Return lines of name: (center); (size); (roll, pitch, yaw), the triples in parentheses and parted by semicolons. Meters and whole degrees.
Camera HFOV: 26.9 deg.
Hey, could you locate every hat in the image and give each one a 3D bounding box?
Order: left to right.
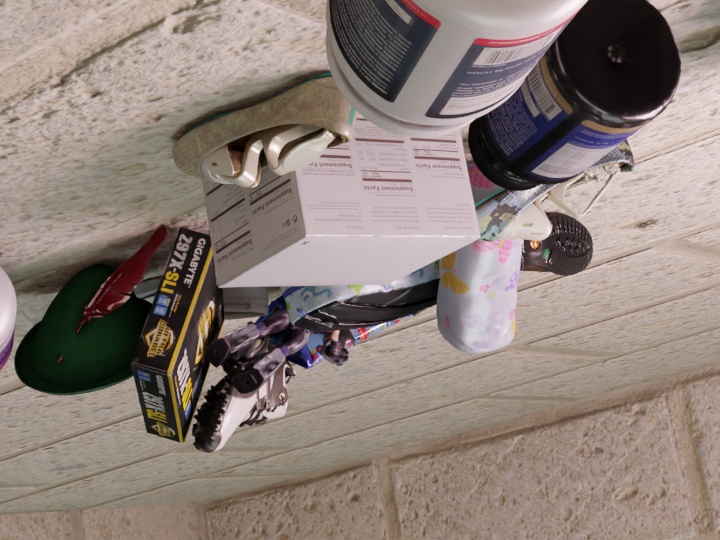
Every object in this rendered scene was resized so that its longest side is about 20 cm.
hat: (-0.296, 0.012, 1.608); (0.197, 0.166, 0.178); (-17, 127, -9)

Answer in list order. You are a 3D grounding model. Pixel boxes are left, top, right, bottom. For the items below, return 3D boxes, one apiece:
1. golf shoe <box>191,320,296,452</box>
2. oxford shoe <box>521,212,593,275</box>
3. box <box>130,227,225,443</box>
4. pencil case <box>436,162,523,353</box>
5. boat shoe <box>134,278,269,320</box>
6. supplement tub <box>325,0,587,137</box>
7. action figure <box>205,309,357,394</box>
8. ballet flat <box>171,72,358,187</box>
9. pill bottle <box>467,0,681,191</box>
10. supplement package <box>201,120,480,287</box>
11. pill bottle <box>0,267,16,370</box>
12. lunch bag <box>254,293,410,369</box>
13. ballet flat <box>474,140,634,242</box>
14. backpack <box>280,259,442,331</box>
golf shoe: (-0.122, 0.143, 1.683); (0.078, 0.094, 0.201); (-40, -164, 36)
oxford shoe: (0.196, -0.032, 1.781); (0.198, 0.074, 0.084); (3, 178, -39)
box: (-0.190, 0.073, 1.598); (0.049, 0.161, 0.201); (16, 153, 5)
pencil case: (0.128, -0.011, 1.540); (0.090, 0.083, 0.202); (-17, 131, -22)
boat shoe: (-0.201, 0.043, 1.749); (0.197, 0.068, 0.073); (-14, 166, 15)
supplement tub: (0.056, -0.172, 0.899); (0.138, 0.142, 0.200); (-7, 166, -14)
action figure: (-0.072, 0.063, 1.659); (0.199, 0.130, 0.069); (-34, 170, -40)
ballet flat: (-0.085, -0.103, 1.240); (0.198, 0.063, 0.067); (-22, 148, 36)
pill bottle: (0.160, -0.135, 1.197); (0.110, 0.113, 0.200); (-5, 166, -21)
supplement package: (-0.020, -0.058, 1.379); (0.198, 0.112, 0.155); (0, 163, -36)
pill bottle: (-0.404, 0.048, 1.515); (0.111, 0.114, 0.200); (-7, 166, -16)
lunch bag: (-0.050, 0.049, 1.829); (0.149, 0.095, 0.200); (-26, -175, -20)
ballet flat: (0.177, -0.069, 1.422); (0.199, 0.075, 0.074); (-34, 168, -6)
backpack: (0.000, 0.000, 1.612); (0.199, 0.155, 0.162); (-27, -175, -39)
